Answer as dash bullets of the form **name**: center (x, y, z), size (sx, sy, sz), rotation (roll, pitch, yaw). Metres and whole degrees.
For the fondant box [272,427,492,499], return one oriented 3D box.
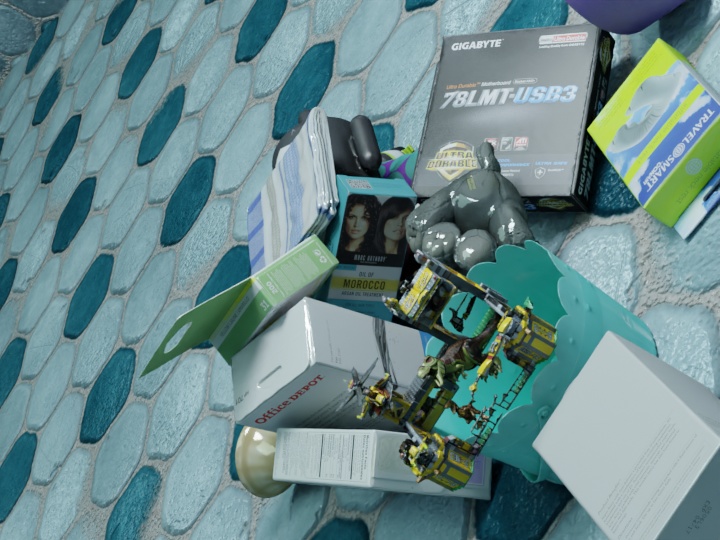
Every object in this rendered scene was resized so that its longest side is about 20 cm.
- **fondant box**: center (0.020, 0.194, 1.577), size (0.199, 0.143, 0.059), rotation (-6, 76, 59)

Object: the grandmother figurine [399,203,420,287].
- **grandmother figurine**: center (0.036, -0.005, 1.783), size (0.061, 0.121, 0.200), rotation (50, 125, 15)

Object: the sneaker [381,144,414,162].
- **sneaker**: center (0.010, -0.090, 1.999), size (0.083, 0.072, 0.200), rotation (-38, -4, -47)

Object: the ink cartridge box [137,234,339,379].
- **ink cartridge box**: center (-0.127, 0.053, 1.640), size (0.199, 0.048, 0.146), rotation (-35, -10, -38)

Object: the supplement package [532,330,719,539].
- **supplement package**: center (0.247, 0.158, 1.239), size (0.122, 0.119, 0.200), rotation (-57, 26, 11)

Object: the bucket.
- **bucket**: center (0.164, 0.091, 1.437), size (0.207, 0.134, 0.208), rotation (-43, 31, 33)

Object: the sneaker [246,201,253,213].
- **sneaker**: center (-0.054, -0.035, 1.916), size (0.114, 0.075, 0.201), rotation (-30, 67, -7)

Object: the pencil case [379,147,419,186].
- **pencil case**: center (0.093, -0.118, 1.826), size (0.199, 0.085, 0.093), rotation (-23, 29, 51)

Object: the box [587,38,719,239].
- **box**: center (0.299, -0.130, 1.508), size (0.122, 0.047, 0.200), rotation (-53, 27, 18)

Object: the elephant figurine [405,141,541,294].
- **elephant figurine**: center (0.122, 0.008, 1.599), size (0.154, 0.201, 0.142), rotation (-31, 47, -13)

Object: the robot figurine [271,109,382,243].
- **robot figurine**: center (-0.037, -0.098, 1.819), size (0.151, 0.123, 0.201), rotation (84, 172, -47)

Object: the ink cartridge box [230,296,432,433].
- **ink cartridge box**: center (-0.017, 0.117, 1.656), size (0.146, 0.199, 0.087), rotation (-38, 46, 39)

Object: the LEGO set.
- **LEGO set**: center (0.062, 0.079, 1.346), size (0.201, 0.115, 0.154), rotation (-54, 28, 15)

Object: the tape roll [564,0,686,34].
- **tape roll**: center (0.267, -0.351, 1.608), size (0.085, 0.199, 0.202), rotation (-32, 39, 44)

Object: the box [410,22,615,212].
- **box**: center (0.163, -0.162, 1.675), size (0.198, 0.050, 0.200), rotation (2, 71, 33)

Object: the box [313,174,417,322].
- **box**: center (0.000, 0.000, 1.696), size (0.049, 0.081, 0.202), rotation (-124, 40, -60)

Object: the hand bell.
- **hand bell**: center (-0.041, 0.217, 1.773), size (0.199, 0.104, 0.105), rotation (1, 64, 47)

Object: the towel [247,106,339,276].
- **towel**: center (-0.081, -0.070, 1.738), size (0.200, 0.024, 0.148), rotation (-50, 38, 46)
